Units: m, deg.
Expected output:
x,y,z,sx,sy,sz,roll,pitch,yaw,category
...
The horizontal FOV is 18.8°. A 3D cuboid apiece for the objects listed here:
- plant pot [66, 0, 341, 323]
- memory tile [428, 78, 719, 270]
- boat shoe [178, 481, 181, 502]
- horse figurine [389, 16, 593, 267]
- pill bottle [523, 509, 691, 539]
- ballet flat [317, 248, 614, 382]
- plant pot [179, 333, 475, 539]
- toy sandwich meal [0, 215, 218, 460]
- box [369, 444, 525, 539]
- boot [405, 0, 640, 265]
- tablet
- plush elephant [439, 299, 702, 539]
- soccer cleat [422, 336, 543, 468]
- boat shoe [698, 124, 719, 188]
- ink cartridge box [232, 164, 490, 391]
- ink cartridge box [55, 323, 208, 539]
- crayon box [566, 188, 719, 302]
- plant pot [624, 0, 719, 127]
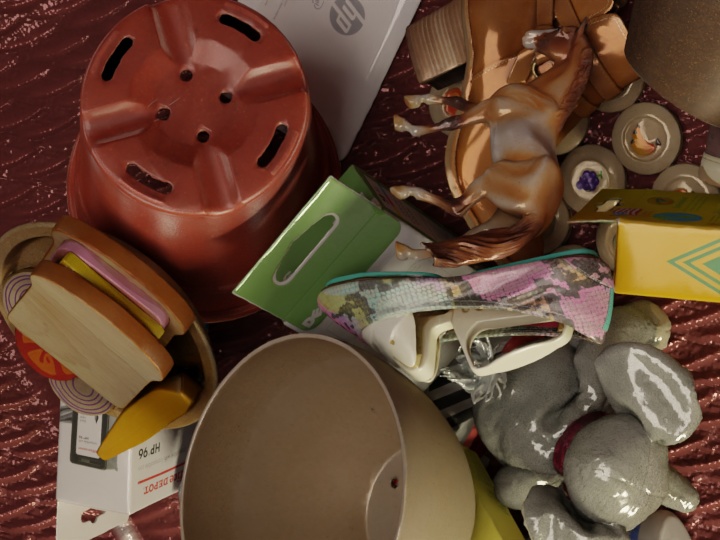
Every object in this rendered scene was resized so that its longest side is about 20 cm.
x,y,z,sx,sy,sz,roll,pitch,yaw,category
-0.110,-0.084,1.471,0.199,0.195,0.203,0,76,-2,plant pot
0.148,-0.084,1.514,0.153,0.017,0.201,-35,82,23,memory tile
-0.052,0.123,1.601,0.199,0.068,0.072,-29,86,24,boat shoe
0.085,-0.071,1.391,0.131,0.201,0.050,-5,139,13,horse figurine
0.133,0.238,1.512,0.198,0.114,0.115,-14,92,24,pill bottle
0.063,0.032,1.367,0.198,0.069,0.072,-6,69,21,ballet flat
-0.002,0.152,1.409,0.199,0.134,0.202,-14,69,41,plant pot
-0.182,0.049,1.472,0.204,0.070,0.206,21,140,19,toy sandwich meal
0.083,0.212,1.450,0.075,0.050,0.201,-38,54,14,box
0.131,-0.108,1.478,0.154,0.077,0.202,-20,82,20,boot
-0.024,-0.195,1.575,0.130,0.014,0.201,32,109,16,tablet
0.158,0.114,1.428,0.155,0.199,0.165,43,105,33,plush elephant
0.058,0.105,1.556,0.085,0.068,0.201,39,108,23,soccer cleat
0.317,-0.075,1.412,0.198,0.072,0.065,9,106,28,boat shoe
0.000,0.000,1.464,0.104,0.199,0.059,-47,44,12,ink cartridge box
-0.170,0.108,1.624,0.067,0.116,0.202,8,101,23,ink cartridge box
0.241,-0.015,1.411,0.198,0.127,0.051,5,103,17,crayon box
0.257,-0.196,1.368,0.187,0.187,0.201,39,116,14,plant pot
